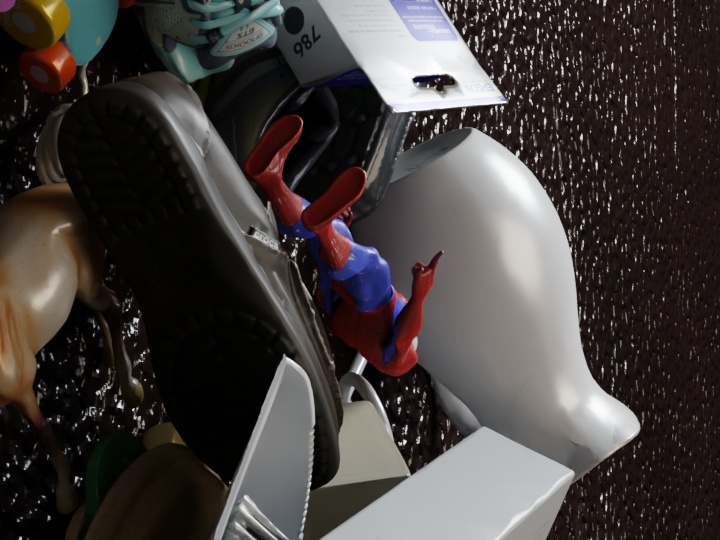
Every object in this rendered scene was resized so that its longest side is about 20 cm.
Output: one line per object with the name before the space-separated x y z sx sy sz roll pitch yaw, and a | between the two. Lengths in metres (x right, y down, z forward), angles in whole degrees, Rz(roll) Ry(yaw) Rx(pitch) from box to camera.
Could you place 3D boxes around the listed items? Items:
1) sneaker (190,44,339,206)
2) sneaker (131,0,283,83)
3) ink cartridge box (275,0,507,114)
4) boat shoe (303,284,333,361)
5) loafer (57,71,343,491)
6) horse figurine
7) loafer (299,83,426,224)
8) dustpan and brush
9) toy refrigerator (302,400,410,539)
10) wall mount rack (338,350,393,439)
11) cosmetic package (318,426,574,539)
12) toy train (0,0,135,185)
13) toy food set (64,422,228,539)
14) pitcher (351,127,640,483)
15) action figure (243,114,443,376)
sneaker | -0.046 -0.092 0.875 0.074 0.081 0.201 51 42 -52
sneaker | -0.052 -0.135 0.750 0.200 0.077 0.087 149 -75 -72
ink cartridge box | -0.017 -0.147 0.862 0.099 0.039 0.200 -9 62 -51
boat shoe | -0.043 0.091 0.902 0.067 0.057 0.201 -18 104 -24
loafer | -0.052 0.003 0.733 0.201 0.073 0.071 70 28 -25
horse figurine | -0.128 0.022 0.716 0.200 0.050 0.133 -61 146 -47
loafer | 0.011 -0.104 1.018 0.070 0.068 0.201 48 40 -40
dustpan and brush | -0.046 0.148 0.706 0.140 0.057 0.200 -71 -177 -45
toy refrigerator | -0.017 0.171 0.847 0.076 0.070 0.201 -121 -152 -62
wall mount rack | 0.018 0.116 0.964 0.174 0.074 0.201 -125 -151 -48
cosmetic package | 0.010 0.158 0.706 0.200 0.052 0.151 -20 131 -66
toy train | -0.153 -0.096 0.682 0.151 0.055 0.200 -68 166 5
toy food set | -0.095 0.165 0.743 0.198 0.048 0.201 -7 101 -73
pitcher | 0.064 0.023 1.072 0.121 0.171 0.201 -34 104 -26
action figure | 0.000 0.000 0.826 0.052 0.065 0.200 -48 154 -14
